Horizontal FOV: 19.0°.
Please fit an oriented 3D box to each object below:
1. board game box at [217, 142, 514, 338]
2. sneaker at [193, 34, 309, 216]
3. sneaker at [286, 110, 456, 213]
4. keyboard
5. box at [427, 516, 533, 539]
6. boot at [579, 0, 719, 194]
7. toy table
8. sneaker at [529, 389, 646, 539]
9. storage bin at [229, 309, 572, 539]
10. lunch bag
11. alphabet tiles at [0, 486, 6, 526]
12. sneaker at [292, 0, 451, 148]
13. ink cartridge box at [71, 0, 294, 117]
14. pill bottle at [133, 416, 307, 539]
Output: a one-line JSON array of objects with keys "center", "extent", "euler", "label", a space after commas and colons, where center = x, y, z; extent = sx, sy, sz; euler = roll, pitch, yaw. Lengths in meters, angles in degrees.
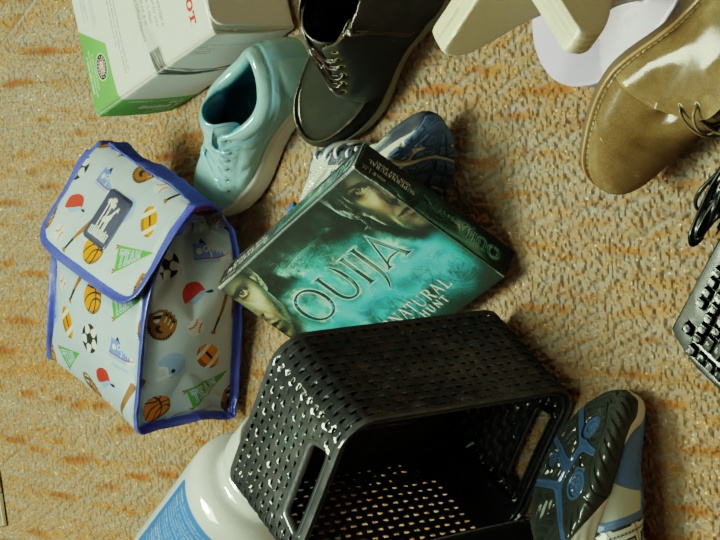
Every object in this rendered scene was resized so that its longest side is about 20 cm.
[{"center": [0.000, 0.000, 1.545], "extent": [0.200, 0.135, 0.028], "euler": [-40, 20, 48], "label": "board game box"}, {"center": [-0.102, -0.115, 1.694], "extent": [0.074, 0.082, 0.200], "euler": [61, 137, 29], "label": "sneaker"}, {"center": [-0.004, -0.066, 1.579], "extent": [0.200, 0.077, 0.086], "euler": [-45, 53, 44], "label": "sneaker"}, {"center": [0.234, -0.021, 1.295], "extent": [0.104, 0.039, 0.201], "euler": [50, 130, 36], "label": "keyboard"}, {"center": [0.072, 0.303, 1.485], "extent": [0.197, 0.123, 0.201], "euler": [-45, 60, 48], "label": "box"}, {"center": [0.198, -0.104, 1.292], "extent": [0.200, 0.073, 0.076], "euler": [-54, 36, 40], "label": "boot"}, {"center": [0.133, -0.200, 1.336], "extent": [0.184, 0.117, 0.201], "euler": [53, 131, 40], "label": "toy table"}, {"center": [0.155, 0.177, 1.404], "extent": [0.076, 0.077, 0.201], "euler": [9, 84, 68], "label": "sneaker"}, {"center": [0.028, 0.113, 1.451], "extent": [0.094, 0.199, 0.136], "euler": [48, 130, 37], "label": "storage bin"}, {"center": [-0.181, 0.009, 1.775], "extent": [0.170, 0.123, 0.201], "euler": [33, 123, 46], "label": "lunch bag"}, {"center": [-0.419, 0.223, 2.223], "extent": [0.200, 0.006, 0.167], "euler": [-17, 81, 52], "label": "alphabet tiles"}, {"center": [-0.021, -0.158, 1.549], "extent": [0.075, 0.106, 0.200], "euler": [53, 133, 19], "label": "sneaker"}, {"center": [-0.150, -0.226, 1.740], "extent": [0.200, 0.084, 0.147], "euler": [-24, 76, 51], "label": "ink cartridge box"}, {"center": [-0.101, 0.199, 1.708], "extent": [0.200, 0.112, 0.113], "euler": [-53, 54, 43], "label": "pill bottle"}]
